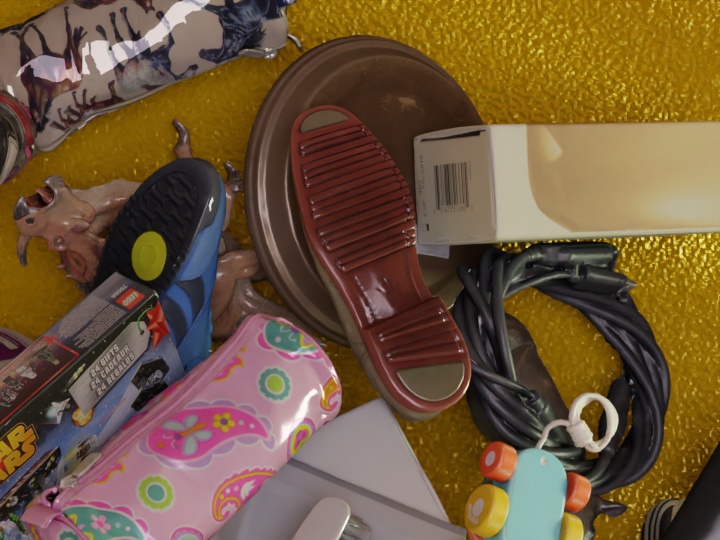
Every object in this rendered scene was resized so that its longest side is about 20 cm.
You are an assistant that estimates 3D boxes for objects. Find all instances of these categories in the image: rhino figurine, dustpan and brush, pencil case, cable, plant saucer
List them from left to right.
[{"bbox_3d":[-0.138,-0.143,1.621,0.199,0.078,0.090,-25,79,-7],"label":"pencil case"},{"bbox_3d":[-0.101,0.108,1.466,0.200,0.087,0.088,-40,96,-28],"label":"pencil case"},{"bbox_3d":[-0.044,0.188,1.445,0.139,0.057,0.200,20,59,24],"label":"dustpan and brush"},{"bbox_3d":[0.015,-0.049,1.620,0.199,0.029,0.201,3,84,-37],"label":"plant saucer"},{"bbox_3d":[0.111,0.113,1.656,0.060,0.087,0.201,-27,96,34],"label":"rhino figurine"},{"bbox_3d":[0.121,0.062,1.614,0.051,0.200,0.164,-14,84,38],"label":"cable"}]

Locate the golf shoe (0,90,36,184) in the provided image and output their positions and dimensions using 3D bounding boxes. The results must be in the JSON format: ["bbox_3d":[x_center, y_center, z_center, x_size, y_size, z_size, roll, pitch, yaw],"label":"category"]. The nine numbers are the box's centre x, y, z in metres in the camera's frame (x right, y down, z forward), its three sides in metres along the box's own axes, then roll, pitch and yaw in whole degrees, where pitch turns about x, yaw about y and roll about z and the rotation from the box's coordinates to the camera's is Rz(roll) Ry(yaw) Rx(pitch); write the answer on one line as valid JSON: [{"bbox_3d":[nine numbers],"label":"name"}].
[{"bbox_3d":[-0.290,-0.038,1.570,0.200,0.092,0.073,-37,97,24],"label":"golf shoe"}]

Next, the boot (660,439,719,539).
[{"bbox_3d":[0.191,0.172,1.611,0.165,0.066,0.200,37,87,-7],"label":"boot"}]

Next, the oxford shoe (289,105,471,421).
[{"bbox_3d":[0.000,0.000,1.552,0.070,0.075,0.201,-15,77,-19],"label":"oxford shoe"}]

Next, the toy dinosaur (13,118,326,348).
[{"bbox_3d":[-0.118,-0.003,1.624,0.136,0.086,0.200,-44,100,-5],"label":"toy dinosaur"}]

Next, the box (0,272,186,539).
[{"bbox_3d":[-0.179,0.115,1.478,0.200,0.040,0.137,-42,136,-27],"label":"box"}]

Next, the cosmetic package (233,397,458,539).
[{"bbox_3d":[-0.031,0.217,1.565,0.199,0.165,0.165,-23,54,-7],"label":"cosmetic package"}]

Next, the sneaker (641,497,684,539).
[{"bbox_3d":[0.243,0.250,1.677,0.115,0.076,0.201,2,90,-10],"label":"sneaker"}]

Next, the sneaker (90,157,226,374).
[{"bbox_3d":[-0.119,0.022,1.571,0.078,0.066,0.201,3,117,-46],"label":"sneaker"}]

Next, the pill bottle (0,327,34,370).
[{"bbox_3d":[-0.257,0.094,1.536,0.112,0.200,0.113,1,93,15],"label":"pill bottle"}]

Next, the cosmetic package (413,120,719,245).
[{"bbox_3d":[0.143,-0.055,1.616,0.199,0.105,0.071,-3,90,-29],"label":"cosmetic package"}]

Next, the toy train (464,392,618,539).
[{"bbox_3d":[0.131,0.182,1.541,0.150,0.056,0.201,-23,91,-36],"label":"toy train"}]
